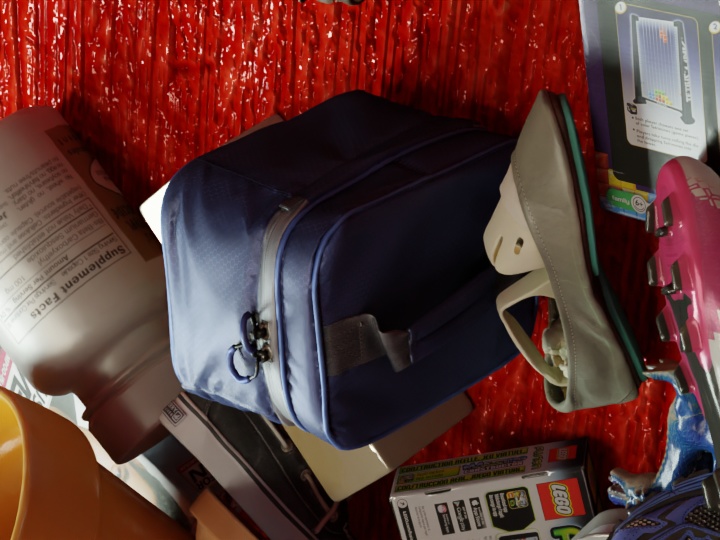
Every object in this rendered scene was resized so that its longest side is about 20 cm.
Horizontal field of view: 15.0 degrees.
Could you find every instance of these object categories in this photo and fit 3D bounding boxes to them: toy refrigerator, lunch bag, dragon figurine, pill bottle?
[{"bbox_3d":[-0.032,0.022,1.531,0.201,0.076,0.070,56,142,0],"label":"toy refrigerator"},{"bbox_3d":[0.000,0.000,1.382,0.132,0.200,0.137,16,121,37],"label":"lunch bag"},{"bbox_3d":[0.198,0.085,1.341,0.199,0.059,0.100,-1,114,48],"label":"dragon figurine"},{"bbox_3d":[-0.170,0.011,1.639,0.200,0.114,0.114,52,141,6],"label":"pill bottle"}]

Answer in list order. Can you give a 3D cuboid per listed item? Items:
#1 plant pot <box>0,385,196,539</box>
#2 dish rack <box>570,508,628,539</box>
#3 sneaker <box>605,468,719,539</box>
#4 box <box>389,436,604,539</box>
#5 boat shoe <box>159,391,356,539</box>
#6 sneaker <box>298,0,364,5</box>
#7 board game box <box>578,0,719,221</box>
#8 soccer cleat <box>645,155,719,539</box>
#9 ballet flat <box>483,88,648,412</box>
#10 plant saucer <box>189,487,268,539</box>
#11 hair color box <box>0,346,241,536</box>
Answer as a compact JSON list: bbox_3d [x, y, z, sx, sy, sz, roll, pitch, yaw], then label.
[{"bbox_3d":[-0.180,0.192,1.606,0.183,0.201,0.200,27,155,-33],"label":"plant pot"},{"bbox_3d":[0.175,0.193,1.400,0.199,0.044,0.172,27,144,-7],"label":"dish rack"},{"bbox_3d":[0.206,0.144,1.271,0.079,0.199,0.076,-97,13,-53],"label":"sneaker"},{"bbox_3d":[0.093,0.195,1.505,0.109,0.035,0.201,-10,112,12],"label":"box"},{"bbox_3d":[-0.034,0.127,1.606,0.199,0.068,0.074,49,177,-25],"label":"boat shoe"},{"bbox_3d":[-0.033,-0.166,1.407,0.199,0.070,0.076,-7,111,49],"label":"sneaker"},{"bbox_3d":[0.192,-0.089,1.231,0.199,0.057,0.166,18,126,40],"label":"board game box"},{"bbox_3d":[0.187,0.042,1.238,0.070,0.086,0.201,121,137,-81],"label":"soccer cleat"},{"bbox_3d":[0.094,-0.002,1.348,0.068,0.063,0.201,-99,-8,-47],"label":"ballet flat"},{"bbox_3d":[-0.025,0.204,1.575,0.200,0.032,0.200,43,177,3],"label":"plant saucer"},{"bbox_3d":[-0.162,0.100,1.735,0.200,0.061,0.099,41,139,18],"label":"hair color box"}]
